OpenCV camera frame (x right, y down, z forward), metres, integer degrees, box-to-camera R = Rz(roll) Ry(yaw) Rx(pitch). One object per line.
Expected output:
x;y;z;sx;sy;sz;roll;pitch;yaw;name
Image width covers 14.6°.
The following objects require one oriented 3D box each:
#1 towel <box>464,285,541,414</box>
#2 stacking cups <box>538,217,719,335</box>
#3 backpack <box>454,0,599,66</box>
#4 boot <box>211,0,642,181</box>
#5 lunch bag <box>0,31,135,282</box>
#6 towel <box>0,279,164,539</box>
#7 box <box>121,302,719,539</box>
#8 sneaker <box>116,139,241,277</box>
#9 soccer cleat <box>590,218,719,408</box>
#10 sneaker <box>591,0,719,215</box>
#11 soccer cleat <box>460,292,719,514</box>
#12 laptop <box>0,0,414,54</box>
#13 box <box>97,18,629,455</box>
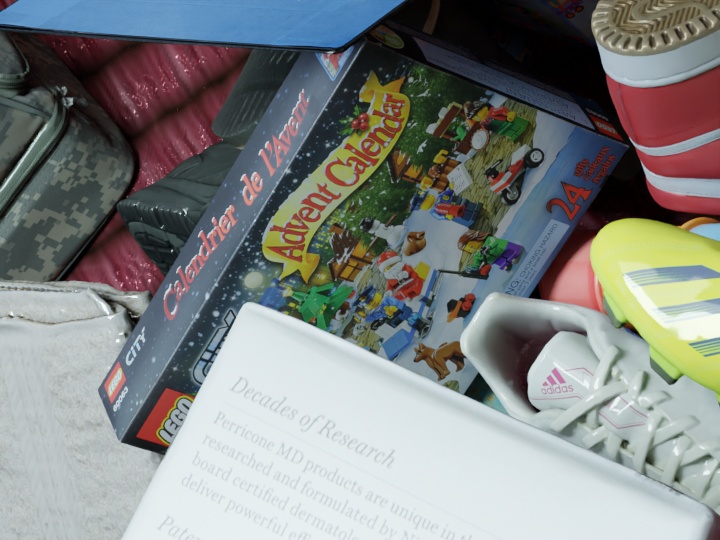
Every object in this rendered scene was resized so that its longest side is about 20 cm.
0.004;0.067;1.256;0.199;0.022;0.147;-30;44;33;towel
0.149;0.001;1.112;0.199;0.060;0.061;3;67;48;stacking cups
0.059;-0.166;1.234;0.135;0.182;0.200;-48;43;2;backpack
0.024;-0.063;1.247;0.078;0.138;0.200;-65;19;-11;boot
-0.237;-0.083;1.500;0.140;0.167;0.200;-51;39;8;lunch bag
-0.121;0.099;1.256;0.132;0.201;0.034;0;21;45;towel
0.047;0.130;0.981;0.199;0.199;0.131;23;81;32;box
-0.036;-0.033;1.321;0.091;0.076;0.200;-45;30;-21;sneaker
0.172;0.026;1.017;0.200;0.065;0.084;36;120;26;soccer cleat
0.194;-0.093;1.138;0.199;0.113;0.071;-23;38;-6;sneaker
0.112;0.065;1.085;0.200;0.086;0.070;28;86;49;soccer cleat
-0.033;-0.181;1.127;0.186;0.116;0.202;8;88;36;laptop
0.000;0.000;1.147;0.201;0.136;0.038;-58;36;21;box
